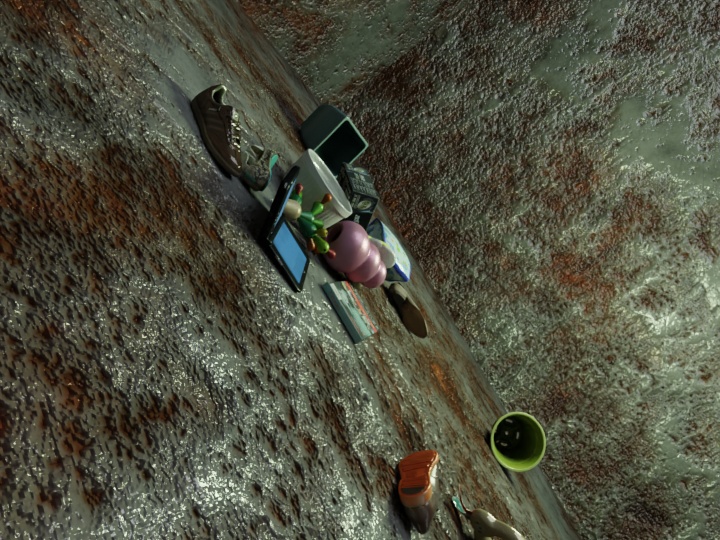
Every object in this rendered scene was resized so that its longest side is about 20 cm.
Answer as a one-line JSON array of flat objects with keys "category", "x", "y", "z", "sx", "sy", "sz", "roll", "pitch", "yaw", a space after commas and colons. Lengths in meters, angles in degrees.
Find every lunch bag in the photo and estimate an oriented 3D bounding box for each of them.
[{"category": "lunch bag", "x": 0.088, "y": -0.059, "z": 1.837, "sx": 0.170, "sy": 0.127, "sz": 0.200, "roll": 48, "pitch": 3, "yaw": -29}]

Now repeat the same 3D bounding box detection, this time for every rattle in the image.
[{"category": "rattle", "x": 0.237, "y": 0.553, "z": 1.052, "sx": 0.199, "sy": 0.143, "sz": 0.130, "roll": 42, "pitch": -22, "yaw": 2}]

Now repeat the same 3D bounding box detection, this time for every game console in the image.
[{"category": "game console", "x": -0.123, "y": -0.088, "z": 1.036, "sx": 0.114, "sy": 0.179, "sz": 0.201, "roll": 24, "pitch": 17, "yaw": -9}]

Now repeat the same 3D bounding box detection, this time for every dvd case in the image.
[{"category": "dvd case", "x": -0.018, "y": 0.091, "z": 1.233, "sx": 0.148, "sy": 0.022, "sz": 0.200, "roll": 59, "pitch": 10, "yaw": 7}]

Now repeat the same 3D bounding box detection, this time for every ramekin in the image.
[{"category": "ramekin", "x": -0.117, "y": -0.203, "z": 1.396, "sx": 0.202, "sy": 0.104, "sz": 0.201, "roll": 53, "pitch": 11, "yaw": -15}]

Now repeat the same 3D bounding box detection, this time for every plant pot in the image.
[{"category": "plant pot", "x": -0.125, "y": -0.526, "z": 2.079, "sx": 0.201, "sy": 0.196, "sz": 0.195, "roll": 52, "pitch": 7, "yaw": 33}, {"category": "plant pot", "x": 0.563, "y": 0.620, "z": 1.979, "sx": 0.203, "sy": 0.197, "sz": 0.190, "roll": 57, "pitch": -2, "yaw": 8}]

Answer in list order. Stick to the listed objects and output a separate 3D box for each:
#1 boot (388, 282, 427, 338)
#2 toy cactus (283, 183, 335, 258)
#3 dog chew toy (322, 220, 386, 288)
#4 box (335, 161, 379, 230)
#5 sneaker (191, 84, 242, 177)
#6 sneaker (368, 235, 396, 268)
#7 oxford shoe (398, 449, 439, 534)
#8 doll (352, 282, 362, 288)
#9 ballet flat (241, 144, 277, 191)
[{"category": "boot", "x": 0.165, "y": 0.128, "z": 1.823, "sx": 0.203, "sy": 0.069, "sz": 0.146, "roll": 57, "pitch": 9, "yaw": -4}, {"category": "toy cactus", "x": -0.127, "y": -0.127, "z": 1.214, "sx": 0.164, "sy": 0.101, "sz": 0.205, "roll": 24, "pitch": 42, "yaw": -53}, {"category": "dog chew toy", "x": -0.006, "y": -0.029, "z": 1.324, "sx": 0.200, "sy": 0.124, "sz": 0.126, "roll": 43, "pitch": 16, "yaw": -33}, {"category": "box", "x": -0.028, "y": -0.198, "z": 1.577, "sx": 0.084, "sy": 0.167, "sz": 0.202, "roll": 12, "pitch": 30, "yaw": -20}, {"category": "sneaker", "x": -0.264, "y": -0.277, "z": 1.025, "sx": 0.203, "sy": 0.075, "sz": 0.070, "roll": 61, "pitch": 12, "yaw": 19}, {"category": "sneaker", "x": 0.006, "y": -0.072, "z": 1.474, "sx": 0.195, "sy": 0.077, "sz": 0.105, "roll": 23, "pitch": 14, "yaw": -9}, {"category": "oxford shoe", "x": 0.103, "y": 0.370, "z": 0.911, "sx": 0.200, "sy": 0.069, "sz": 0.075, "roll": -23, "pitch": 99, "yaw": -75}, {"category": "doll", "x": 0.000, "y": 0.000, "z": 1.474, "sx": 0.135, "sy": 0.049, "sz": 0.201, "roll": 36, "pitch": 16, "yaw": -6}, {"category": "ballet flat", "x": -0.221, "y": -0.231, "z": 1.139, "sx": 0.075, "sy": 0.068, "sz": 0.201, "roll": 35, "pitch": 20, "yaw": -18}]
